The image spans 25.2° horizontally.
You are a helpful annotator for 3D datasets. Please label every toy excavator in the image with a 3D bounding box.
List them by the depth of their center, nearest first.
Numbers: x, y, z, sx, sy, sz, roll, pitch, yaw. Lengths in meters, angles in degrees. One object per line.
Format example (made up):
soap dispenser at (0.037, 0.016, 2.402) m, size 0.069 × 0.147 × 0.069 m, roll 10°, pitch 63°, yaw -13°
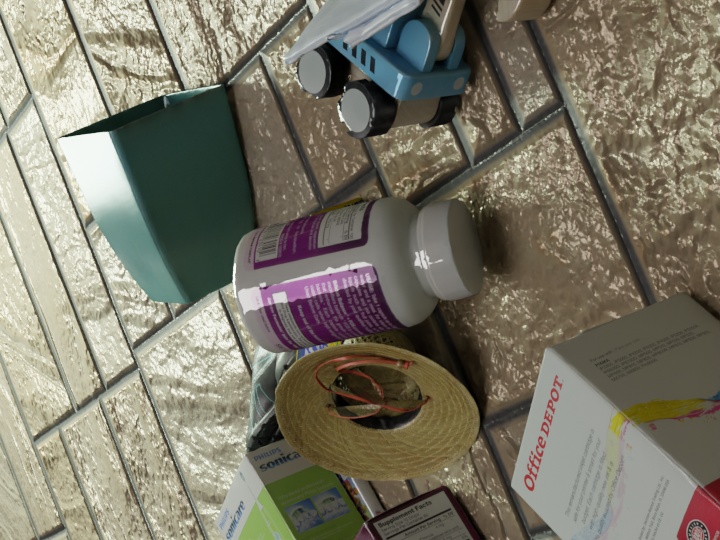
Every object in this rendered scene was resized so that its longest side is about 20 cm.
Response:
toy excavator at (0.053, -0.199, 1.292) m, size 0.194 × 0.099 × 0.201 m, roll 43°, pitch 130°, yaw 35°

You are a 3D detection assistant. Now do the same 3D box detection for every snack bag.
snack bag at (0.034, -0.236, 1.222) m, size 0.021 × 0.189 × 0.200 m, roll 44°, pitch 150°, yaw -18°

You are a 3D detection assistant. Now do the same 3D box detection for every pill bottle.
pill bottle at (0.000, 0.000, 1.380) m, size 0.199 × 0.112 × 0.113 m, roll -12°, pitch 97°, yaw 22°

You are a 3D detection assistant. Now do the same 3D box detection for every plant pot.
plant pot at (-0.198, -0.074, 1.696) m, size 0.141 × 0.141 × 0.201 m, roll 1°, pitch 114°, yaw 57°

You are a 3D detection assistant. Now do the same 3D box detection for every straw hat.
straw hat at (0.017, 0.100, 1.478) m, size 0.202 × 0.199 × 0.086 m, roll 111°, pitch 167°, yaw -46°

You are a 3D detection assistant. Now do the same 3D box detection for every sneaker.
sneaker at (-0.079, 0.119, 1.684) m, size 0.080 × 0.075 × 0.201 m, roll 63°, pitch 144°, yaw 38°

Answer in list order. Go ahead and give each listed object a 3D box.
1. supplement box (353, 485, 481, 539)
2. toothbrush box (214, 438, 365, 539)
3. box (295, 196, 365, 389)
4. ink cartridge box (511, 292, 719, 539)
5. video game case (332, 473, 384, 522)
supplement box at (0.074, 0.328, 1.510) m, size 0.201 × 0.103 × 0.131 m, roll 57°, pitch 147°, yaw 23°
toothbrush box at (-0.057, 0.294, 1.675) m, size 0.201 × 0.086 × 0.146 m, roll 54°, pitch 145°, yaw 24°
box at (-0.014, 0.038, 1.532) m, size 0.070 × 0.064 × 0.201 m, roll 41°, pitch 138°, yaw 39°
ink cartridge box at (0.229, 0.142, 1.135) m, size 0.200 × 0.144 × 0.146 m, roll 45°, pitch 140°, yaw 35°
video game case at (0.010, 0.307, 1.678) m, size 0.201 × 0.018 × 0.143 m, roll 59°, pitch 147°, yaw 19°
